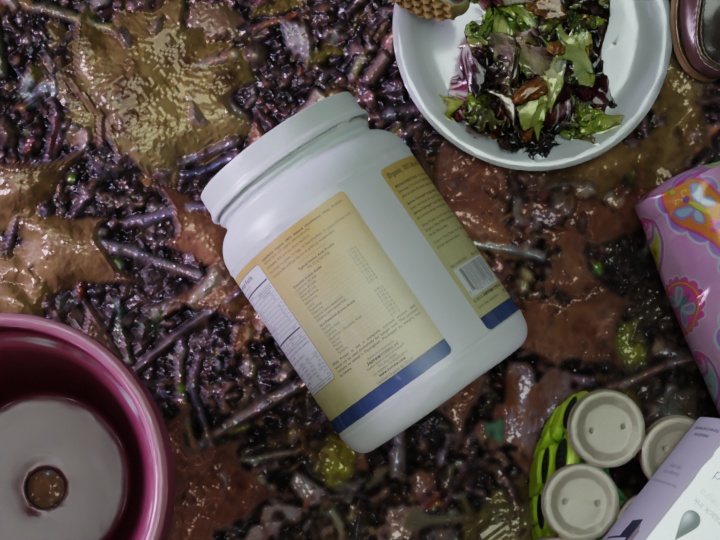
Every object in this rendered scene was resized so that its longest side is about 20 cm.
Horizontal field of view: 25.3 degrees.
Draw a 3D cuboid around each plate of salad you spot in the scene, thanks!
[{"bbox_3d":[0.122,-0.171,1.118,0.198,0.048,0.202,0,83,-3],"label":"plate of salad"}]

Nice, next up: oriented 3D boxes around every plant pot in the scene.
[{"bbox_3d":[-0.210,0.133,1.003,0.198,0.179,0.202,0,84,-2],"label":"plant pot"}]

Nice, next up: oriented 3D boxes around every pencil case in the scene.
[{"bbox_3d":[0.259,0.026,1.085,0.087,0.087,0.201,-24,86,-5],"label":"pencil case"}]

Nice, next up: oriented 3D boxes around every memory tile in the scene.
[{"bbox_3d":[0.209,0.174,1.027,0.198,0.017,0.155,20,86,-2],"label":"memory tile"}]

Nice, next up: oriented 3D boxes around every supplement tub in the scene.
[{"bbox_3d":[0.000,0.000,1.045,0.144,0.144,0.201,-34,86,-6],"label":"supplement tub"}]

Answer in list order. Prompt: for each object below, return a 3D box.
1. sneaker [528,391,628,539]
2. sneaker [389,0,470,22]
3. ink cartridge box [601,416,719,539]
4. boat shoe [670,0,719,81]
[{"bbox_3d":[0.163,0.181,1.073,0.083,0.074,0.202,-5,86,-16],"label":"sneaker"},{"bbox_3d":[0.010,-0.256,1.100,0.200,0.075,0.090,39,85,11],"label":"sneaker"},{"bbox_3d":[0.209,0.213,0.974,0.146,0.084,0.200,39,85,0],"label":"ink cartridge box"},{"bbox_3d":[0.271,-0.232,1.115,0.070,0.070,0.202,16,85,-19],"label":"boat shoe"}]
